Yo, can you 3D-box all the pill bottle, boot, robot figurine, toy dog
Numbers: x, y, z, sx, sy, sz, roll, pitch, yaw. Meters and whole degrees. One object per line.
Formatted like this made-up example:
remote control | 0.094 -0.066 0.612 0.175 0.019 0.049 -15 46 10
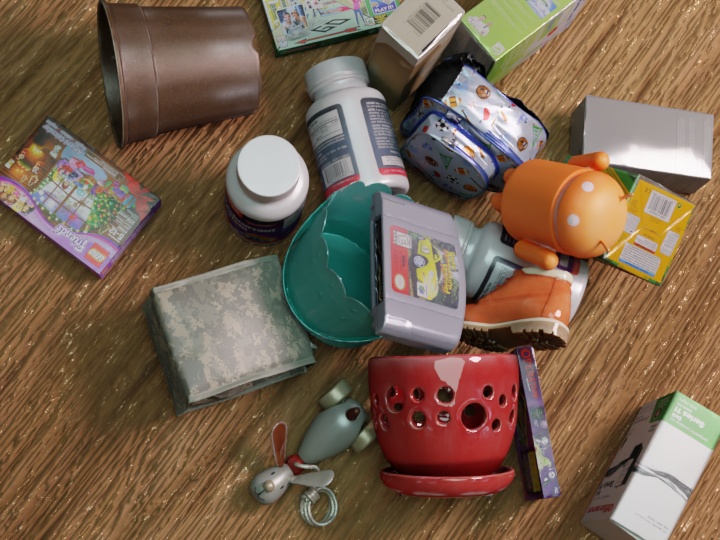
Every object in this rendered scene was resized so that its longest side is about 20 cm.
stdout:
pill bottle | -0.127 -0.110 1.584 0.111 0.200 0.112 2 77 -6
pill bottle | 0.206 0.001 1.639 0.199 0.111 0.112 24 75 -1
boot | 0.193 0.048 1.557 0.075 0.199 0.108 37 59 -44
pill bottle | -0.012 -0.192 1.659 0.119 0.120 0.201 -12 78 -10
robot figurine | 0.263 -0.083 1.531 0.143 0.200 0.117 -28 119 -30
toy dog | -0.055 0.235 1.568 0.131 0.096 0.201 29 75 0

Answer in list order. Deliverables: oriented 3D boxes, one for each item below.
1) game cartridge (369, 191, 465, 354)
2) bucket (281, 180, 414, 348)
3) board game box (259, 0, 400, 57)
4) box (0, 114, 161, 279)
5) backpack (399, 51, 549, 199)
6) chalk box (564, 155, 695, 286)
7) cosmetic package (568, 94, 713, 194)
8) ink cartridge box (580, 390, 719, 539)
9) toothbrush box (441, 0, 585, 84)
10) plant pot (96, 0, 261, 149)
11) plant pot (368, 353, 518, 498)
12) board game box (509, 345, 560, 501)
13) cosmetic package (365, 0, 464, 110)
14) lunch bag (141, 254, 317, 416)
game cartridge | 0.075 0.003 1.515 0.133 0.041 0.201 18 58 -33
bucket | 0.000 0.000 1.575 0.206 0.135 0.208 17 57 -27
board game box | -0.048 -0.404 1.751 0.199 0.029 0.135 -16 80 -10
box | -0.396 -0.102 1.632 0.200 0.039 0.137 36 76 2
backpack | 0.158 -0.190 1.652 0.190 0.200 0.155 27 80 -7
chalk box | 0.339 -0.077 1.645 0.124 0.200 0.125 21 94 -32
cosmetic package | 0.410 -0.183 1.730 0.199 0.090 0.108 9 76 -2
ink cartridge box | 0.393 0.276 1.590 0.083 0.147 0.201 31 74 2
toothbrush box | 0.227 -0.361 1.715 0.200 0.146 0.086 -39 84 -14
plant pot | -0.249 -0.281 1.621 0.197 0.200 0.202 -10 78 -17
plant pot | 0.109 0.200 1.549 0.199 0.200 0.184 0 88 -7
board game box | 0.229 0.209 1.598 0.032 0.120 0.201 -7 79 -9
cosmetic package | 0.070 -0.313 1.656 0.071 0.200 0.105 43 77 3
lunch bag | -0.171 0.082 1.575 0.199 0.118 0.165 -17 79 -22
